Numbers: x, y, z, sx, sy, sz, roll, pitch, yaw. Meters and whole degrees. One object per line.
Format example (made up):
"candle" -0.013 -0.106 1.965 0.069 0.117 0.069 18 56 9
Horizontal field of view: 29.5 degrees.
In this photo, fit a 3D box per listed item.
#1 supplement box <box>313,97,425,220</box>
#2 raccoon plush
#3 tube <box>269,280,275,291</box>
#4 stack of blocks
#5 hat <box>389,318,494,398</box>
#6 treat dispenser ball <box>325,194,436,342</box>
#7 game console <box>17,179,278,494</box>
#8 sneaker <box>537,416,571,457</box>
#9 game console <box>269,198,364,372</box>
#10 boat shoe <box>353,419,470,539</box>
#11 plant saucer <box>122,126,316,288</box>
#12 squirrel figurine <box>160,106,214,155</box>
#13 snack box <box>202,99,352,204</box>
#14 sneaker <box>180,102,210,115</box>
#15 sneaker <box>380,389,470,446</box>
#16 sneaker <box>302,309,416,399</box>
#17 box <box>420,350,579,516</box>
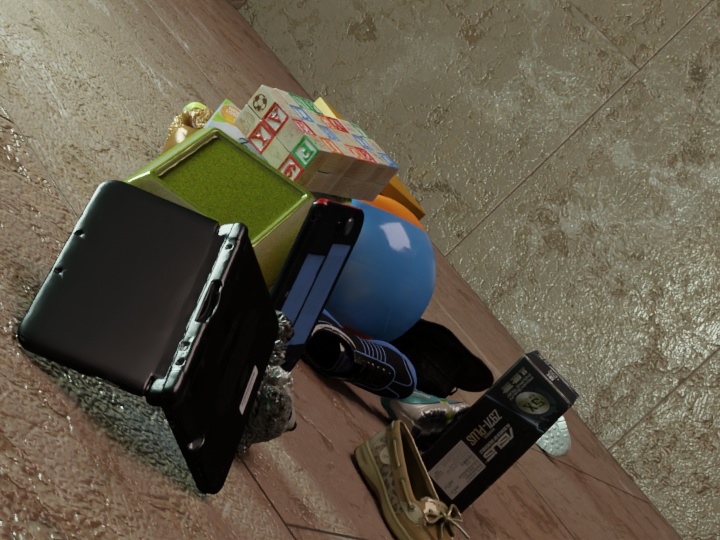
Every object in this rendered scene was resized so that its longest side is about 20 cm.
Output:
"supplement box" -0.053 -0.098 1.973 0.133 0.200 0.198 37 12 -46
"raccoon plush" -0.140 0.081 1.204 0.198 0.097 0.134 22 25 -11
"tube" -0.149 -0.030 1.505 0.199 0.058 0.052 30 -18 13
"stack of blocks" -0.050 -0.150 1.651 0.115 0.059 0.199 48 19 23
"hat" 0.082 0.136 1.899 0.199 0.081 0.201 29 -20 12
"treat dispenser ball" 0.000 0.000 1.787 0.201 0.201 0.201 45 8 -8
"game console" -0.159 0.050 1.089 0.201 0.115 0.177 -72 153 -47
"sneaker" 0.353 0.290 2.692 0.201 0.076 0.081 54 2 34
"game console" -0.060 0.021 1.418 0.031 0.202 0.177 26 5 8
"boat shoe" 0.058 0.239 1.434 0.073 0.063 0.200 38 13 -48
"plant saucer" -0.146 -0.076 1.483 0.199 0.048 0.200 35 38 8
"squirrel figurine" -0.193 -0.131 1.775 0.186 0.142 0.200 25 7 -41
"snack box" -0.118 -0.094 1.634 0.199 0.053 0.143 38 38 -10
"sneaker" -0.212 -0.179 2.012 0.200 0.074 0.084 52 4 -48
"sneaker" 0.087 0.186 1.816 0.080 0.078 0.200 41 5 24
"sneaker" -0.008 0.113 1.670 0.199 0.070 0.078 31 19 -24
"box" 0.173 0.201 1.721 0.086 0.200 0.164 46 7 10
